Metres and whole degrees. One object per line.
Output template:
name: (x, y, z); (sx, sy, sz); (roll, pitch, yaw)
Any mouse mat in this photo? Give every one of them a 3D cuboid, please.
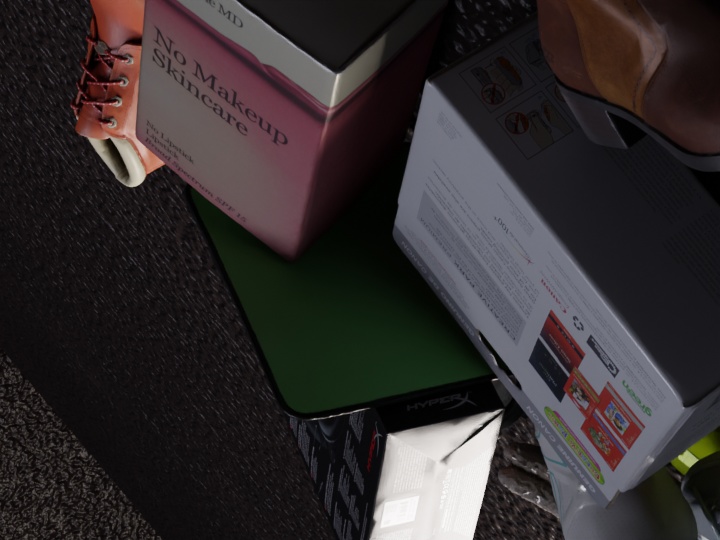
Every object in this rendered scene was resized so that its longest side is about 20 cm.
mouse mat: (0.000, 0.000, 1.029); (0.008, 0.159, 0.201); (99, 153, -44)

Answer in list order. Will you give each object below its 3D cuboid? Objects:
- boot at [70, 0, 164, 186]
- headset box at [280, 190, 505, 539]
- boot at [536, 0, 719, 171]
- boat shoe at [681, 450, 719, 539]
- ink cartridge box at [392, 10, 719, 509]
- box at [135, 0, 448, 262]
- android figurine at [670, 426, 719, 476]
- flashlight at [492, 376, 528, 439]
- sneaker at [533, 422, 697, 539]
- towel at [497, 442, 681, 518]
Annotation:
boot: (-0.164, -0.146, 1.257); (0.075, 0.107, 0.201); (33, 157, 39)
headset box: (0.005, 0.063, 1.079); (0.150, 0.076, 0.201); (99, 155, -44)
boot: (0.113, -0.146, 0.735); (0.201, 0.068, 0.188); (62, 166, -21)
boat shoe: (0.229, 0.144, 0.934); (0.075, 0.065, 0.201); (51, 161, -25)
ink cartridge box: (0.110, 0.000, 0.911); (0.201, 0.083, 0.176); (53, 161, 16)
box: (-0.040, -0.119, 0.971); (0.128, 0.109, 0.200); (38, 154, 11)
android figurine: (0.213, 0.083, 1.001); (0.200, 0.041, 0.182); (40, 162, 13)
flashlight: (0.048, 0.036, 1.167); (0.067, 0.068, 0.200); (16, -161, -27)
sneaker: (0.128, 0.101, 1.009); (0.081, 0.070, 0.201); (60, -175, -29)
towel: (0.188, 0.158, 1.112); (0.132, 0.035, 0.199); (10, -170, -40)
